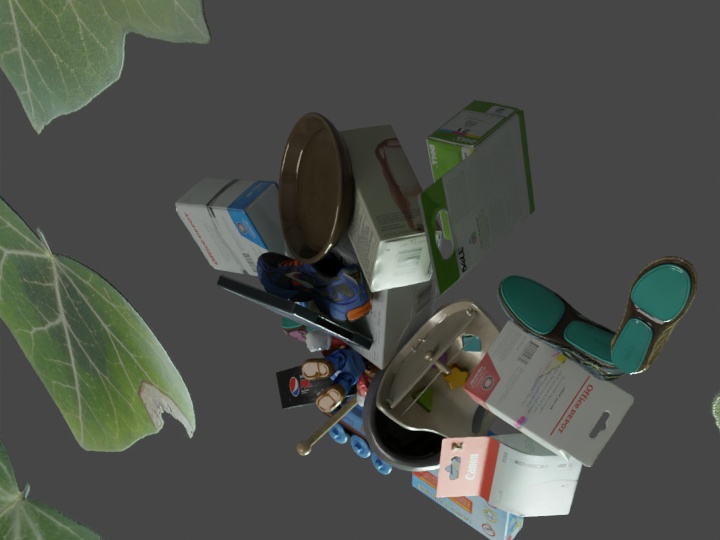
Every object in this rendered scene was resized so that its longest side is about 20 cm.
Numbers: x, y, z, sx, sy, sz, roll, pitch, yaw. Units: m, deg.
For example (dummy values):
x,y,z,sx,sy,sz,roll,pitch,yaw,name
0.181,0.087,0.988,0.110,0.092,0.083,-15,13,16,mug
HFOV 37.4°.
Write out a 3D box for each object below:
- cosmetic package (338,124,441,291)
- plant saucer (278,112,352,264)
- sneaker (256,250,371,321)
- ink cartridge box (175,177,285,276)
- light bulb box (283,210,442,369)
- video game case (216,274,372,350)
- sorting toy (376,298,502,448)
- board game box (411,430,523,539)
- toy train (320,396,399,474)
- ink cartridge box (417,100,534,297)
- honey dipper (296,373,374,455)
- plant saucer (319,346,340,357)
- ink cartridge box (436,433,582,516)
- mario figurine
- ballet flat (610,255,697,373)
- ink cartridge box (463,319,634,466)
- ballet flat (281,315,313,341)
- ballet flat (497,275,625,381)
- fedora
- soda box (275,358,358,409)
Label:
x,y,z,sx,sy,sz,roll,pitch,yaw,name
0.028,-0.084,1.392,0.104,0.087,0.201,100,155,-50,cosmetic package
-0.060,-0.109,1.417,0.200,0.029,0.201,-1,89,62,plant saucer
-0.065,0.003,1.476,0.199,0.075,0.079,17,121,34,sneaker
-0.192,-0.071,1.751,0.199,0.086,0.147,10,138,48,ink cartridge box
0.000,0.000,1.559,0.200,0.125,0.199,35,145,26,light bulb box
-0.089,0.060,1.483,0.142,0.019,0.200,19,174,36,video game case
0.146,0.162,1.529,0.180,0.200,0.107,42,-177,-14,sorting toy
0.177,0.330,1.738,0.199,0.056,0.197,31,143,29,board game box
0.020,0.266,1.848,0.200,0.087,0.115,30,133,33,toy train
0.116,-0.088,1.257,0.076,0.200,0.148,20,136,39,ink cartridge box
-0.028,0.227,1.692,0.038,0.200,0.038,31,144,26,honey dipper
-0.006,0.118,1.774,0.200,0.032,0.201,32,142,28,plant saucer
0.217,0.302,1.557,0.163,0.199,0.057,91,171,-46,ink cartridge box
-0.030,0.153,1.632,0.105,0.200,0.124,16,108,21,mario figurine
0.344,0.040,1.233,0.070,0.065,0.200,38,143,17,ballet flat
0.253,0.169,1.413,0.200,0.117,0.068,32,172,27,ink cartridge box
-0.064,0.087,1.733,0.071,0.069,0.200,30,162,-19,ballet flat
0.260,0.080,1.380,0.200,0.074,0.074,37,146,26,ballet flat
0.094,0.212,1.639,0.176,0.201,0.090,33,172,2,fedora
-0.070,0.190,1.818,0.200,0.063,0.071,-21,78,56,soda box
